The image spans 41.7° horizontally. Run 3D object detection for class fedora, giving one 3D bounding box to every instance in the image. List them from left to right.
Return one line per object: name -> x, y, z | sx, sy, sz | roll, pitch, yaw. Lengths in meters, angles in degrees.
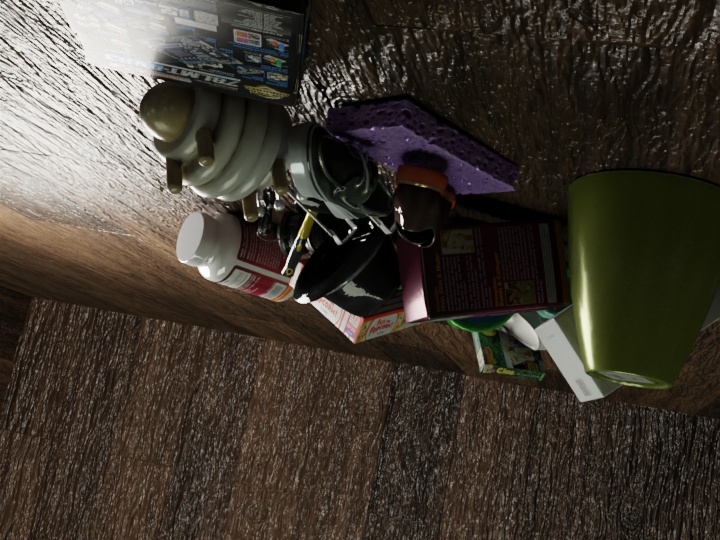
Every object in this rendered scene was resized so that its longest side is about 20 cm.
fedora -> 0.000, 0.000, 1.263 | 0.092, 0.201, 0.200 | 45, 158, -16

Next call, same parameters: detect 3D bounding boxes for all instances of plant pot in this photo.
plant pot -> 0.303, 0.020, 1.025 | 0.184, 0.203, 0.187 | 11, 170, 2

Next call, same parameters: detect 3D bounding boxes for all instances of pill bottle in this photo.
pill bottle -> -0.196, -0.027, 1.556 | 0.198, 0.115, 0.112 | 21, 166, -37

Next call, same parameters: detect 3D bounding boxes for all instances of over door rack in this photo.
over door rack -> -0.063, -0.087, 1.128 | 0.199, 0.067, 0.147 | 33, 162, -21

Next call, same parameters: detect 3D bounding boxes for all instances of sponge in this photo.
sponge -> 0.068, -0.125, 0.997 | 0.111, 0.030, 0.199 | 2, 167, 44

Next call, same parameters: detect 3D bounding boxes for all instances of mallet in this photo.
mallet -> -0.086, -0.055, 1.291 | 0.065, 0.042, 0.200 | 18, 140, -17

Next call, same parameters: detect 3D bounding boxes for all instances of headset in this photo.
headset -> -0.074, -0.068, 1.392 | 0.122, 0.096, 0.198 | 3, -178, 41

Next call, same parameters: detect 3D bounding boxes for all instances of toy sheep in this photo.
toy sheep -> -0.128, -0.128, 0.922 | 0.137, 0.140, 0.199 | 1, 164, 44

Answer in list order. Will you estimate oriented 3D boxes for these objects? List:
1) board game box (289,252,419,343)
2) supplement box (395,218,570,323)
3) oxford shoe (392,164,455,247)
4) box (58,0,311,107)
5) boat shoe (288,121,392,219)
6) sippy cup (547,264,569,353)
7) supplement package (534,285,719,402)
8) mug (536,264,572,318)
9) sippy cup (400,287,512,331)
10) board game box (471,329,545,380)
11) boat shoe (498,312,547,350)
board game box -> 0.016, 0.030, 1.415 | 0.151, 0.047, 0.198 | 39, -147, 30
supplement box -> 0.153, 0.001, 1.188 | 0.197, 0.112, 0.086 | -4, 174, -18
oxford shoe -> 0.062, -0.062, 1.041 | 0.070, 0.074, 0.200 | 12, 176, 11
box -> -0.139, -0.204, 0.765 | 0.197, 0.051, 0.199 | 12, 170, -3
boat shoe -> -0.015, -0.102, 0.970 | 0.070, 0.073, 0.200 | 1, 170, 18
sippy cup -> 0.341, 0.071, 1.435 | 0.139, 0.133, 0.176 | 20, 166, -41
supplement package -> 0.333, 0.059, 1.159 | 0.198, 0.110, 0.114 | -32, 172, -6
mug -> 0.346, 0.035, 1.289 | 0.183, 0.116, 0.151 | 21, 166, -37
sippy cup -> 0.147, 0.012, 1.338 | 0.177, 0.140, 0.130 | 39, 174, -12
board game box -> 0.219, 0.080, 1.476 | 0.103, 0.202, 0.024 | 7, 135, -15
boat shoe -> 0.206, 0.060, 1.426 | 0.069, 0.072, 0.200 | -23, -135, -26
